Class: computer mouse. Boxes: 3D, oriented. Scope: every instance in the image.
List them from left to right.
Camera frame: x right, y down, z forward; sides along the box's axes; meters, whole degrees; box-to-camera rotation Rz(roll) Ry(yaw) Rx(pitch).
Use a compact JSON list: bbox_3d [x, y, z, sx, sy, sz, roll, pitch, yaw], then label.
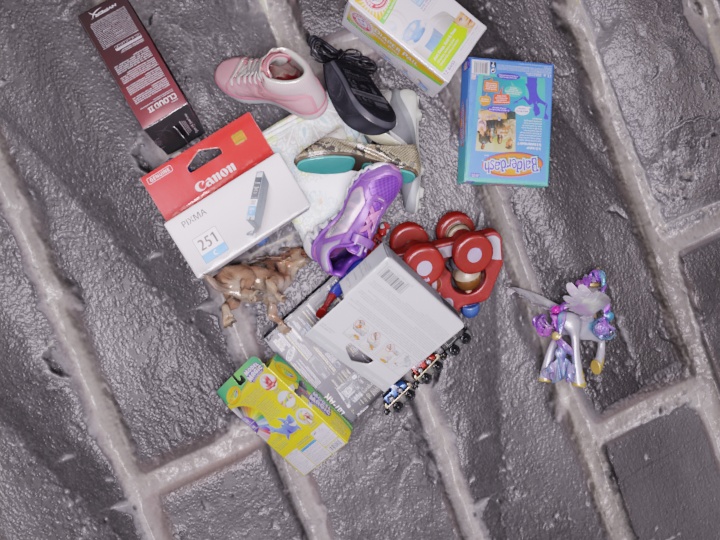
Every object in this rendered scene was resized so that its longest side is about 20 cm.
[{"bbox_3d":[-0.009,-0.267,0.975,0.137,0.202,0.053,9,135,-38],"label":"computer mouse"}]

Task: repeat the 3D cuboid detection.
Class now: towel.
[{"bbox_3d":[-0.061,-0.161,1.017,0.169,0.048,0.202,-30,96,-3],"label":"towel"}]

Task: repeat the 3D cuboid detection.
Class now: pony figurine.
[{"bbox_3d":[0.347,0.086,1.064,0.191,0.165,0.204,9,87,-40],"label":"pony figurine"}]

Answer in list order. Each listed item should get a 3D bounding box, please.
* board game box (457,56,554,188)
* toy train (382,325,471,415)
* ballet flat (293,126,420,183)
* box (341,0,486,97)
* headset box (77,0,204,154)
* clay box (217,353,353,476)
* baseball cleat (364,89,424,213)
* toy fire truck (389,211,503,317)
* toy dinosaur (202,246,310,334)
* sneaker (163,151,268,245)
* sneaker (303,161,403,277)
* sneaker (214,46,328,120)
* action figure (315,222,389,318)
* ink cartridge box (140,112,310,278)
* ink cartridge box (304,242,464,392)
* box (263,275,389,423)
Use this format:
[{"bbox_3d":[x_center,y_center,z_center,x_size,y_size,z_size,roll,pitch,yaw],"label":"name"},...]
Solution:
[{"bbox_3d":[0.242,-0.244,1.074,0.149,0.045,0.205,2,91,-8],"label":"board game box"},{"bbox_3d":[0.107,0.164,1.076,0.200,0.034,0.046,-45,94,-4],"label":"toy train"},{"bbox_3d":[-0.004,-0.180,0.973,0.196,0.068,0.077,4,72,-12],"label":"ballet flat"},{"bbox_3d":[0.080,-0.390,1.017,0.199,0.101,0.113,37,87,-8],"label":"box"},{"bbox_3d":[-0.308,-0.270,0.936,0.074,0.149,0.202,-30,89,-5],"label":"headset box"},{"bbox_3d":[-0.121,0.222,1.017,0.200,0.048,0.115,45,117,-6],"label":"clay box"},{"bbox_3d":[0.053,-0.193,1.044,0.104,0.070,0.204,-1,82,-5],"label":"baseball cleat"},{"bbox_3d":[0.136,0.008,1.049,0.196,0.113,0.171,-12,118,-7],"label":"toy fire truck"},{"bbox_3d":[-0.166,0.016,0.976,0.197,0.137,0.086,7,129,-38],"label":"toy dinosaur"},{"bbox_3d":[-0.224,-0.112,1.000,0.198,0.075,0.089,29,88,-9],"label":"sneaker"},{"bbox_3d":[-0.001,-0.068,0.955,0.080,0.089,0.201,26,115,-37],"label":"sneaker"},{"bbox_3d":[-0.146,-0.298,0.960,0.197,0.105,0.076,22,77,18],"label":"sneaker"},{"bbox_3d":[0.000,0.000,1.021,0.065,0.052,0.202,34,59,-10],"label":"action figure"},{"bbox_3d":[-0.201,-0.116,0.947,0.198,0.045,0.178,-33,91,-8],"label":"ink cartridge box"},{"bbox_3d":[0.037,0.079,0.978,0.173,0.044,0.199,-41,125,14],"label":"ink cartridge box"},{"bbox_3d":[-0.037,0.132,1.050,0.160,0.044,0.201,-41,97,-4],"label":"box"}]
